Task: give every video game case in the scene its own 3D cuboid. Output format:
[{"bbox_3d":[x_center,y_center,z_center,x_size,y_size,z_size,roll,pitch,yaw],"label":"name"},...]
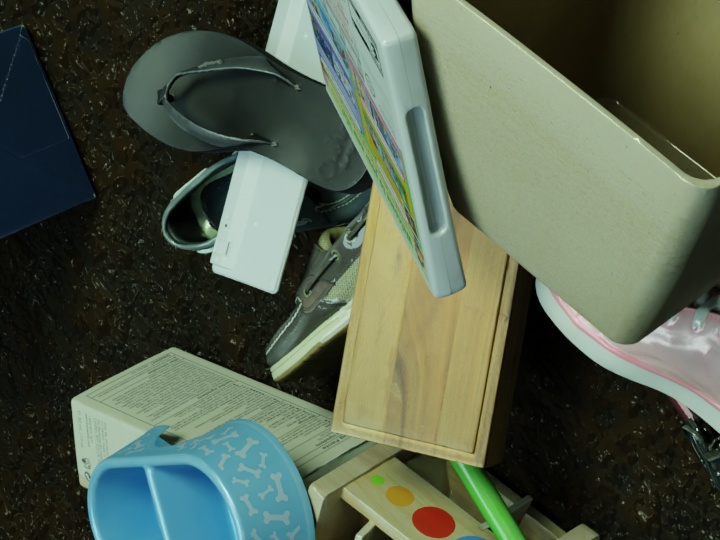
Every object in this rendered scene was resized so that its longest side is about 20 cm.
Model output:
[{"bbox_3d":[0.004,-0.112,1.444,0.200,0.022,0.182,-117,10,-46],"label":"video game case"}]

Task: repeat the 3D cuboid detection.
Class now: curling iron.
[{"bbox_3d":[0.168,0.042,1.535,0.200,0.026,0.050,59,175,11],"label":"curling iron"}]

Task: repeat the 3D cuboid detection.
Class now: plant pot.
[{"bbox_3d":[0.150,-0.084,1.381,0.200,0.200,0.177,40,145,24],"label":"plant pot"}]

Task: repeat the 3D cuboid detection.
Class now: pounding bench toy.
[{"bbox_3d":[0.060,0.169,1.641,0.156,0.124,0.200,36,132,27],"label":"pounding bench toy"}]

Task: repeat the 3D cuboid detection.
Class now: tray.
[{"bbox_3d":[0.048,0.006,1.561,0.098,0.037,0.200,12,98,21],"label":"tray"}]

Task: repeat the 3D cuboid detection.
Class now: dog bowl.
[{"bbox_3d":[-0.107,0.156,1.689,0.200,0.050,0.112,-8,98,55],"label":"dog bowl"}]

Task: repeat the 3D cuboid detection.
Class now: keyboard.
[{"bbox_3d":[-0.046,-0.089,1.640,0.056,0.011,0.200,18,96,33],"label":"keyboard"}]

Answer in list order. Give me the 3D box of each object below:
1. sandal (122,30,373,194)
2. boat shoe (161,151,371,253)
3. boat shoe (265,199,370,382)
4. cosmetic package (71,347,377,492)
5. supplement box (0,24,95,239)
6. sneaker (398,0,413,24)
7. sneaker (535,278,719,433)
[{"bbox_3d":[-0.069,-0.101,1.622,0.200,0.043,0.076,17,95,36],"label":"sandal"},{"bbox_3d":[-0.052,-0.050,1.689,0.200,0.062,0.073,-17,98,49],"label":"boat shoe"},{"bbox_3d":[0.000,0.000,1.663,0.200,0.073,0.065,-43,73,38],"label":"boat shoe"},{"bbox_3d":[-0.089,0.126,1.790,0.200,0.103,0.073,22,125,39],"label":"cosmetic package"},{"bbox_3d":[-0.336,-0.060,1.870,0.200,0.200,0.134,-17,96,50],"label":"supplement box"},{"bbox_3d":[0.028,-0.213,1.517,0.091,0.076,0.200,20,125,32],"label":"sneaker"},{"bbox_3d":[0.196,0.025,1.460,0.200,0.075,0.105,36,135,13],"label":"sneaker"}]
